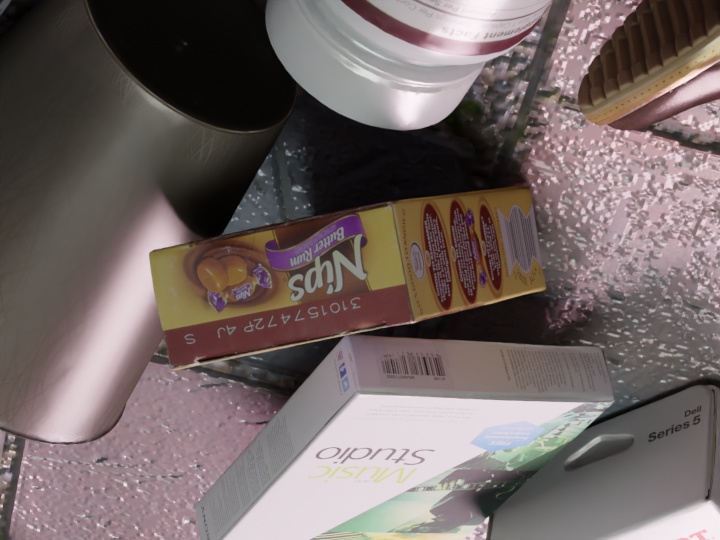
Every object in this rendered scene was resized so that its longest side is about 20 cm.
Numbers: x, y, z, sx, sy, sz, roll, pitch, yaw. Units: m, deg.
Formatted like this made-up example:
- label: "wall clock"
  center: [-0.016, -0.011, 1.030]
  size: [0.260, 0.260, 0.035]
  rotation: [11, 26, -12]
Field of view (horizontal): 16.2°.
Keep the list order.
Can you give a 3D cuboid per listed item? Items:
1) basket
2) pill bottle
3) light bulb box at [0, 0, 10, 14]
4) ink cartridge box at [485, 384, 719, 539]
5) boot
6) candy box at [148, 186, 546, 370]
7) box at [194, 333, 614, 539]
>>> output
- label: "basket"
  center: [-0.130, -0.046, 1.166]
  size: [0.180, 0.136, 0.200]
  rotation: [44, 125, 2]
- label: "pill bottle"
  center: [0.042, -0.157, 1.033]
  size: [0.114, 0.114, 0.200]
  rotation: [23, 134, -12]
- label: "light bulb box"
  center: [-0.288, -0.100, 1.089]
  size: [0.198, 0.125, 0.200]
  rotation: [39, 112, -9]
- label: "ink cartridge box"
  center: [0.180, 0.170, 1.344]
  size: [0.145, 0.084, 0.200]
  rotation: [-25, 124, 31]
- label: "boot"
  center: [0.215, -0.075, 1.107]
  size: [0.200, 0.073, 0.166]
  rotation: [-30, 120, 29]
- label: "candy box"
  center: [0.000, 0.000, 1.146]
  size: [0.116, 0.200, 0.057]
  rotation: [-11, 91, 20]
- label: "box"
  center: [0.018, 0.095, 1.282]
  size: [0.144, 0.036, 0.200]
  rotation: [3, 151, -26]
